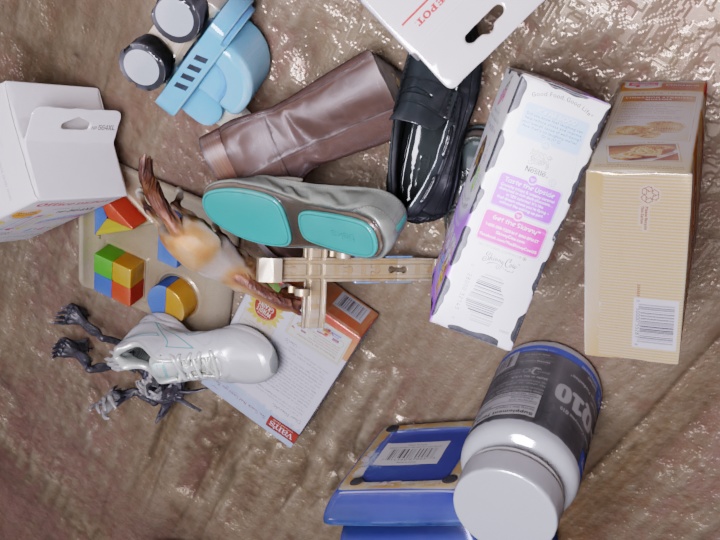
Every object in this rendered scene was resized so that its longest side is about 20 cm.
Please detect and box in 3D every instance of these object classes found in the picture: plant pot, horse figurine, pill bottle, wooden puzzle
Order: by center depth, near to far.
[{"bbox_3d":[0.161,0.165,0.891,0.113,0.200,0.114,11,122,18],"label":"pill bottle"},{"bbox_3d":[-0.147,-0.027,0.902,0.050,0.133,0.200,-44,133,5],"label":"horse figurine"},{"bbox_3d":[0.083,0.273,0.998,0.199,0.200,0.181,-8,107,28],"label":"plant pot"},{"bbox_3d":[-0.241,-0.017,1.065,0.199,0.046,0.186,20,124,13],"label":"wooden puzzle"}]

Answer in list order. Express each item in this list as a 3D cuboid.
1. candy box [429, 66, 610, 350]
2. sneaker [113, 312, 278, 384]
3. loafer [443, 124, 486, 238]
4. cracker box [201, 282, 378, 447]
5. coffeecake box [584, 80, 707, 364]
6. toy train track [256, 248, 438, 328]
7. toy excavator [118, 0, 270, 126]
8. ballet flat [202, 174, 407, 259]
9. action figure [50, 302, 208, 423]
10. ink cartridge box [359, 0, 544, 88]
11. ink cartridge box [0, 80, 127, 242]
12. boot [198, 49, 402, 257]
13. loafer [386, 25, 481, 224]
[{"bbox_3d":[0.123,-0.059,0.762,0.071,0.168,0.201,19,105,0],"label":"candy box"},{"bbox_3d":[-0.183,0.099,1.021,0.199,0.080,0.071,5,114,26],"label":"sneaker"},{"bbox_3d":[0.112,-0.034,0.883,0.072,0.063,0.201,9,121,20],"label":"loafer"},{"bbox_3d":[-0.084,0.089,1.048,0.134,0.058,0.200,35,126,5],"label":"cracker box"},{"bbox_3d":[0.229,-0.047,0.738,0.073,0.200,0.154,5,120,21],"label":"coffeecake box"},{"bbox_3d":[0.000,0.000,0.899,0.199,0.033,0.115,0,96,-21],"label":"toy train track"},{"bbox_3d":[-0.132,-0.168,0.907,0.200,0.100,0.194,38,127,-12],"label":"toy excavator"},{"bbox_3d":[-0.049,-0.054,0.841,0.199,0.064,0.068,13,131,27],"label":"ballet flat"},{"bbox_3d":[-0.289,0.124,1.136,0.199,0.102,0.119,27,114,10],"label":"action figure"},{"bbox_3d":[0.045,-0.254,0.753,0.116,0.067,0.200,-43,91,10],"label":"ink cartridge box"},{"bbox_3d":[-0.358,-0.114,0.991,0.199,0.128,0.126,-17,88,32],"label":"ink cartridge box"},{"bbox_3d":[-0.027,-0.103,0.897,0.199,0.064,0.187,-25,134,8],"label":"boot"},{"bbox_3d":[0.061,-0.139,0.820,0.068,0.070,0.202,17,108,33],"label":"loafer"}]
